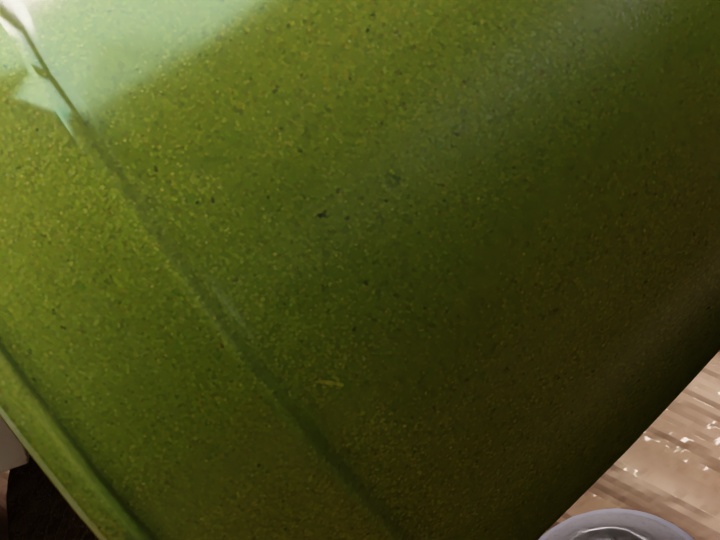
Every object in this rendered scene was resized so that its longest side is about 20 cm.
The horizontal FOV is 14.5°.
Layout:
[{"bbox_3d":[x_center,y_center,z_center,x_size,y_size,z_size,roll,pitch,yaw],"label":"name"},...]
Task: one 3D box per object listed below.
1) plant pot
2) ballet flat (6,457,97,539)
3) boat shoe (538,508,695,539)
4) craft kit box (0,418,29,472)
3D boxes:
[{"bbox_3d":[0.017,-0.043,0.567,0.193,0.200,0.200,-36,34,5],"label":"plant pot"},{"bbox_3d":[-0.056,0.032,0.747,0.070,0.065,0.200,9,32,-14],"label":"ballet flat"},{"bbox_3d":[0.048,0.101,0.597,0.074,0.086,0.202,-5,34,13],"label":"boat shoe"},{"bbox_3d":[-0.178,0.014,0.624,0.199,0.049,0.198,-18,22,-2],"label":"craft kit box"}]
